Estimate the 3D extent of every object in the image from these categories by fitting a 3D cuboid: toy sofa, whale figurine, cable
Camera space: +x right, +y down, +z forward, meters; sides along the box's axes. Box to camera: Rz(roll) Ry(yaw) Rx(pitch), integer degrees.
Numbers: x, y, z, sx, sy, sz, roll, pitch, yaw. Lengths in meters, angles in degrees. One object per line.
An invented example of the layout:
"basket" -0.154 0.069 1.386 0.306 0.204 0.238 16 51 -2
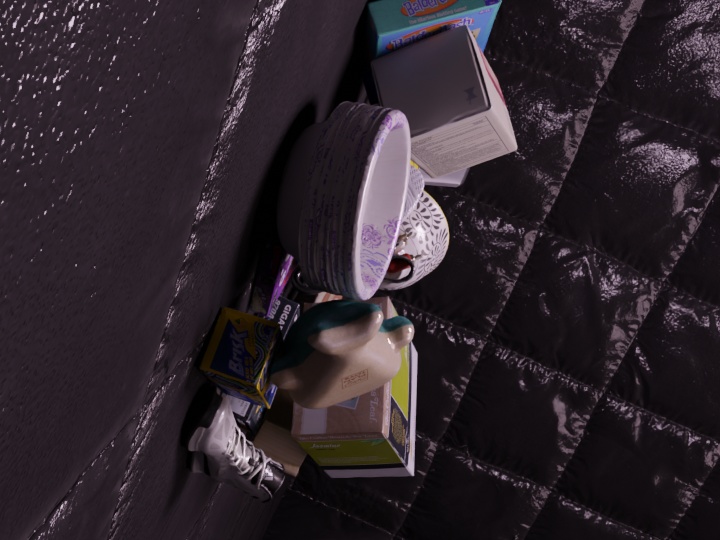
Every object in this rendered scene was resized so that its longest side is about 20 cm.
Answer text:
"toy sofa" -0.120 0.230 1.352 0.098 0.082 0.200 -60 -170 20
"whale figurine" -0.024 0.068 0.910 0.200 0.158 0.105 91 -21 -68
"cable" 0.000 0.000 1.297 0.199 0.098 0.050 -27 169 -5

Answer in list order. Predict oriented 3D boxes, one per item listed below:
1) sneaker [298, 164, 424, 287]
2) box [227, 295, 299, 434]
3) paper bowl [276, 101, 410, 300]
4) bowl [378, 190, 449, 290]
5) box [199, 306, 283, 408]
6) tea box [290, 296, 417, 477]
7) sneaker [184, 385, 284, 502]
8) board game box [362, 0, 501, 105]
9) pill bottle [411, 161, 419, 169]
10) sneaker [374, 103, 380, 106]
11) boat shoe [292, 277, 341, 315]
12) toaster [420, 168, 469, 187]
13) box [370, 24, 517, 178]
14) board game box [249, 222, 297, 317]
"sneaker" -0.005 -0.055 1.128 0.200 0.076 0.114 -44 178 -16
"box" -0.131 0.129 1.176 0.200 0.046 0.160 103 10 -74
"paper bowl" -0.020 -0.077 0.933 0.201 0.103 0.203 14 90 -77
"bowl" 0.034 -0.037 1.392 0.095 0.199 0.202 -67 177 -51
"box" -0.122 0.100 0.964 0.200 0.064 0.071 97 12 -75
"tea box" -0.001 0.172 1.268 0.197 0.132 0.202 64 26 -56
"sneaker" -0.135 0.202 1.014 0.201 0.114 0.076 106 8 -61
"board game box" 0.081 -0.281 1.094 0.200 0.150 0.045 100 -27 -77
"pill bottle" 0.011 -0.116 1.275 0.115 0.113 0.201 108 6 -57
"sneaker" 0.030 -0.158 1.149 0.200 0.069 0.091 -67 137 -64
"boat shoe" -0.067 0.065 1.358 0.075 0.072 0.201 -8 -132 45
"toaster" 0.130 -0.259 1.569 0.182 0.117 0.201 -114 -147 -41
"box" 0.109 -0.203 1.106 0.200 0.127 0.110 21 54 -70
"board game box" -0.076 -0.052 1.069 0.201 0.032 0.121 -65 180 -45
